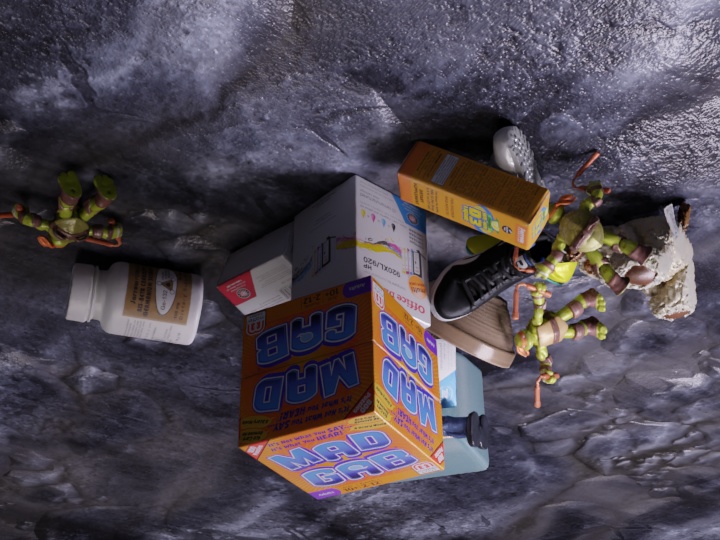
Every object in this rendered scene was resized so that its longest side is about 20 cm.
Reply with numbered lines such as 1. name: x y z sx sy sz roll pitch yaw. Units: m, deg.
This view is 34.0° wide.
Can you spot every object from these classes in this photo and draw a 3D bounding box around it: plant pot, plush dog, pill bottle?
1. plant pot: 0.168 0.066 1.861 0.201 0.201 0.093 24 98 -33
2. plush dog: 0.396 -0.026 1.743 0.172 0.161 0.200 0 158 38
3. pill bottle: -0.354 0.047 1.844 0.200 0.115 0.114 10 146 -16
4. plant pot: 0.102 0.238 2.059 0.195 0.197 0.200 -10 150 15

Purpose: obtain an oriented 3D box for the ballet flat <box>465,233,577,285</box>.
1. ballet flat: 0.251 -0.033 1.786 0.200 0.067 0.067 17 123 -29

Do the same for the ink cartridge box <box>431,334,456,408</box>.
1. ink cartridge box: 0.050 0.166 1.888 0.200 0.116 0.067 -3 -176 -17

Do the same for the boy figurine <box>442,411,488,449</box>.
1. boy figurine: 0.100 0.257 1.897 0.200 0.065 0.124 -6 164 25

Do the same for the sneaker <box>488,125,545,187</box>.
1. sneaker: 0.204 -0.124 1.627 0.080 0.077 0.200 -2 147 20

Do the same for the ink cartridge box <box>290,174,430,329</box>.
1. ink cartridge box: 0.000 0.000 1.694 0.147 0.200 0.145 25 140 -34

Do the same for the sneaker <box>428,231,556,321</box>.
1. sneaker: 0.192 -0.001 1.662 0.200 0.073 0.112 -35 -173 -23

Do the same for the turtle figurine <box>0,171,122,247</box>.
1. turtle figurine: -0.424 -0.076 1.685 0.200 0.065 0.161 15 143 -24

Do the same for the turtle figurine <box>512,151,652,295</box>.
1. turtle figurine: 0.314 -0.053 1.598 0.161 0.200 0.064 36 171 4

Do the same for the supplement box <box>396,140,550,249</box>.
1. supplement box: 0.151 -0.102 1.582 0.200 0.069 0.067 21 152 20

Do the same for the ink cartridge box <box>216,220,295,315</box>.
1. ink cartridge box: -0.099 0.038 1.814 0.147 0.086 0.200 -25 124 32

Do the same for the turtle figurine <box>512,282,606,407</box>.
1. turtle figurine: 0.297 0.097 1.804 0.161 0.200 0.064 -17 -165 -21

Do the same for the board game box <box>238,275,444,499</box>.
1. board game box: -0.024 0.161 1.575 0.199 0.200 0.200 -18 143 23
